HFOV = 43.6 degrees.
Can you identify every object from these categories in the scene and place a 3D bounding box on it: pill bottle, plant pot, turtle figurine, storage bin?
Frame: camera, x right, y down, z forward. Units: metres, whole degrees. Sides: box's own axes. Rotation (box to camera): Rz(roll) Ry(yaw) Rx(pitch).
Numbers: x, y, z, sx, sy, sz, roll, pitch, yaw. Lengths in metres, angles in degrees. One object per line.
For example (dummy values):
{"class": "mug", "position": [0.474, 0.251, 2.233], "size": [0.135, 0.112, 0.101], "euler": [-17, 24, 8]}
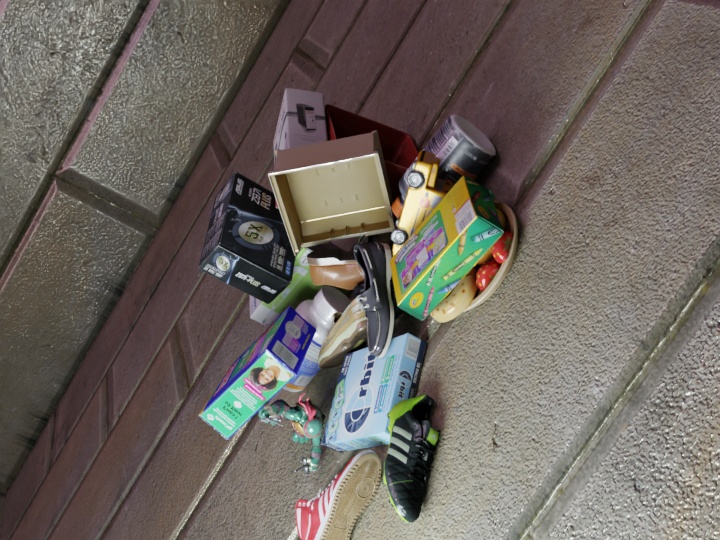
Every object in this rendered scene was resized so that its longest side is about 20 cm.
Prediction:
{"class": "pill bottle", "position": [0.139, -0.165, 1.587], "size": [0.201, 0.105, 0.107], "euler": [-51, 27, 24]}
{"class": "plant pot", "position": [-0.003, -0.189, 1.809], "size": [0.201, 0.197, 0.178], "euler": [-105, 37, -56]}
{"class": "turtle figurine", "position": [-0.107, 0.278, 1.580], "size": [0.100, 0.151, 0.200], "euler": [-35, 7, -12]}
{"class": "storage bin", "position": [-0.045, -0.135, 1.652], "size": [0.197, 0.200, 0.094], "euler": [-10, 37, 8]}
{"class": "pill bottle", "position": [-0.098, 0.129, 1.745], "size": [0.201, 0.111, 0.113], "euler": [-52, 26, 23]}

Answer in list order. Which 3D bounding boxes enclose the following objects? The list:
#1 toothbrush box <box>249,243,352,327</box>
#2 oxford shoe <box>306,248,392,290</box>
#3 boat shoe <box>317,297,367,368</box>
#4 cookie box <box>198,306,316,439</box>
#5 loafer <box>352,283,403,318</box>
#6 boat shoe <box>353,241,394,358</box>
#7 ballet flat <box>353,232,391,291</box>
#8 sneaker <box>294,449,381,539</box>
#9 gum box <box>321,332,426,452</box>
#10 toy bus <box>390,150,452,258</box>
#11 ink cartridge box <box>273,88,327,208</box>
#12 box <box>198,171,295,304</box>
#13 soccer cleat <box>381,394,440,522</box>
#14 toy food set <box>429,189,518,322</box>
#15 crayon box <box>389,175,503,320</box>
{"class": "toothbrush box", "position": [-0.115, 0.034, 1.835], "size": [0.201, 0.144, 0.086], "euler": [-52, 26, 22]}
{"class": "oxford shoe", "position": [0.000, 0.000, 1.671], "size": [0.071, 0.197, 0.072], "euler": [-48, -45, -64]}
{"class": "boat shoe", "position": [-0.028, 0.111, 1.635], "size": [0.200, 0.071, 0.077], "euler": [-47, 58, 48]}
{"class": "cookie box", "position": [-0.183, 0.184, 1.631], "size": [0.200, 0.075, 0.172], "euler": [-45, 9, 24]}
{"class": "loafer", "position": [0.054, 0.059, 1.586], "size": [0.200, 0.067, 0.072], "euler": [-4, 89, 58]}
{"class": "boat shoe", "position": [0.015, 0.047, 1.514], "size": [0.073, 0.062, 0.203], "euler": [144, 131, -58]}
{"class": "ballet flat", "position": [0.013, -0.014, 1.731], "size": [0.067, 0.062, 0.202], "euler": [-24, 44, 53]}
{"class": "sneaker", "position": [-0.041, 0.363, 1.439], "size": [0.202, 0.071, 0.112], "euler": [-64, 27, 2]}
{"class": "gum box", "position": [0.020, 0.208, 1.509], "size": [0.199, 0.044, 0.172], "euler": [-26, 43, 55]}
{"class": "toy bus", "position": [0.102, -0.095, 1.528], "size": [0.065, 0.077, 0.202], "euler": [-67, -7, -63]}
{"class": "ink cartridge box", "position": [-0.120, -0.238, 1.774], "size": [0.148, 0.082, 0.202], "euler": [110, 160, -44]}
{"class": "box", "position": [-0.211, -0.064, 1.753], "size": [0.086, 0.163, 0.202], "euler": [-40, 31, 39]}
{"class": "soccer cleat", "position": [0.077, 0.268, 1.316], "size": [0.081, 0.067, 0.202], "euler": [-30, 37, 28]}
{"class": "toy food set", "position": [0.174, -0.024, 1.438], "size": [0.200, 0.048, 0.199], "euler": [-47, 28, 31]}
{"class": "crayon box", "position": [0.130, -0.035, 1.409], "size": [0.200, 0.058, 0.119], "euler": [-50, 26, 26]}
